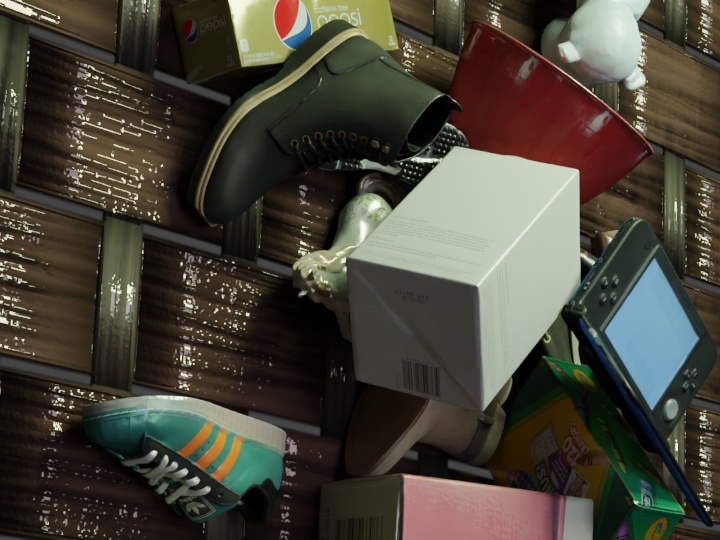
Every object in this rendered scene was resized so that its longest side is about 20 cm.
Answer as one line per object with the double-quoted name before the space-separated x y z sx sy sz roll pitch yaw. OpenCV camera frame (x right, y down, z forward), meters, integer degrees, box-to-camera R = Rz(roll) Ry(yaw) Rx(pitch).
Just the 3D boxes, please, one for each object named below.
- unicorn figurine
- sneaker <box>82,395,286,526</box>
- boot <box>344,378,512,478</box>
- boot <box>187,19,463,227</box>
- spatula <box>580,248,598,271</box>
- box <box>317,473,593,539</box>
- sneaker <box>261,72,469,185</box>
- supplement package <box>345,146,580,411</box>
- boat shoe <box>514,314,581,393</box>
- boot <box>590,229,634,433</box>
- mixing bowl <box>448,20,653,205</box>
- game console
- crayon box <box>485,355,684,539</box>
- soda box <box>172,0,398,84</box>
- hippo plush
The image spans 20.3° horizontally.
"unicorn figurine" 0.000 0.000 1.696 0.137 0.073 0.201 44 37 -33
"sneaker" -0.128 0.145 1.515 0.199 0.071 0.081 19 64 -46
"boot" 0.070 0.127 1.748 0.201 0.070 0.146 -60 138 -21
"boot" -0.030 -0.096 1.577 0.200 0.138 0.078 -51 146 -8
"spatula" 0.180 -0.020 1.834 0.199 0.021 0.057 30 38 -1
"box" 0.077 0.234 1.652 0.198 0.127 0.110 11 75 -33
"sneaker" -0.007 -0.120 1.716 0.199 0.080 0.074 19 100 -30
"supplement package" 0.089 0.003 1.644 0.200 0.120 0.121 -45 139 -47
"boat shoe" 0.170 0.102 1.853 0.060 0.071 0.203 -22 110 -31
"boot" 0.243 0.033 1.896 0.187 0.064 0.202 61 21 -60
"mixing bowl" 0.148 -0.120 1.785 0.200 0.200 0.109 36 91 -37
"game console" 0.265 0.085 1.713 0.171 0.118 0.201 -53 132 -21
"crayon box" 0.188 0.184 1.743 0.058 0.119 0.201 14 29 -31
"soda box" -0.058 -0.199 1.663 0.199 0.067 0.065 -14 92 -48
"hippo plush" 0.254 -0.251 1.943 0.158 0.200 0.163 11 82 -24
